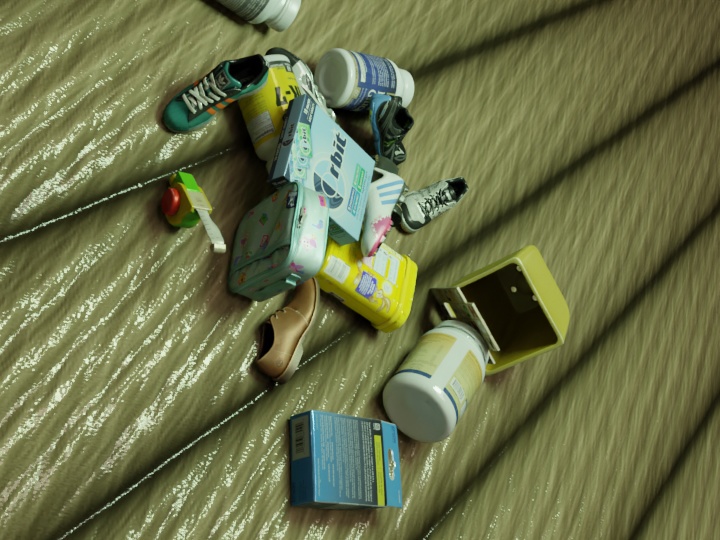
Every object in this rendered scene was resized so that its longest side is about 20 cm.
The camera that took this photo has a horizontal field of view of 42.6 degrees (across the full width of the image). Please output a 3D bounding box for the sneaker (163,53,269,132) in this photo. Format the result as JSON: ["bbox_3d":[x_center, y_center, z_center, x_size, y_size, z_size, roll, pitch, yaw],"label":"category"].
[{"bbox_3d":[-0.239,-0.300,1.519,0.198,0.080,0.072,-34,86,-13],"label":"sneaker"}]

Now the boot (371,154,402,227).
[{"bbox_3d":[0.004,-0.187,1.781,0.199,0.076,0.141,38,42,-41],"label":"boot"}]

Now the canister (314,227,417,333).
[{"bbox_3d":[0.000,0.000,1.672,0.198,0.086,0.151,34,51,-28],"label":"canister"}]

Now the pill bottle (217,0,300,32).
[{"bbox_3d":[-0.208,-0.522,1.683,0.198,0.110,0.113,27,54,-34],"label":"pill bottle"}]

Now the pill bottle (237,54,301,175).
[{"bbox_3d":[-0.146,-0.264,1.627,0.113,0.113,0.204,-15,83,-47],"label":"pill bottle"}]

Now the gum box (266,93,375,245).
[{"bbox_3d":[-0.062,-0.169,1.569,0.199,0.044,0.173,40,51,-38],"label":"gum box"}]

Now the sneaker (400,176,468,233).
[{"bbox_3d":[0.148,-0.145,1.884,0.199,0.087,0.077,-38,101,-45],"label":"sneaker"}]

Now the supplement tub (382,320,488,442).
[{"bbox_3d":[0.142,0.197,1.680,0.146,0.143,0.200,54,44,-11],"label":"supplement tub"}]

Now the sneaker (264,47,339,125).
[{"bbox_3d":[-0.119,-0.316,1.705,0.201,0.073,0.089,53,42,-12],"label":"sneaker"}]

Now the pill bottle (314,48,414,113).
[{"bbox_3d":[0.013,-0.370,1.833,0.197,0.110,0.113,-1,73,-44],"label":"pill bottle"}]

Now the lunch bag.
[{"bbox_3d":[-0.132,-0.041,1.474,0.076,0.199,0.163,26,57,-30],"label":"lunch bag"}]

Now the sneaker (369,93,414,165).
[{"bbox_3d":[0.068,-0.273,1.823,0.201,0.081,0.072,70,22,-58],"label":"sneaker"}]

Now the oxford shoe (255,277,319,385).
[{"bbox_3d":[-0.120,0.083,1.529,0.071,0.071,0.203,34,52,-22],"label":"oxford shoe"}]

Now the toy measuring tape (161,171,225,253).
[{"bbox_3d":[-0.262,-0.076,1.431,0.073,0.074,0.201,9,36,-41],"label":"toy measuring tape"}]

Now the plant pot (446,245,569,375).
[{"bbox_3d":[0.315,0.061,1.892,0.197,0.193,0.200,60,33,-5],"label":"plant pot"}]

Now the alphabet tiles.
[{"bbox_3d":[0.205,0.105,1.768,0.007,0.200,0.169,-31,95,-11],"label":"alphabet tiles"}]

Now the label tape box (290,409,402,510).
[{"bbox_3d":[-0.023,0.317,1.522,0.198,0.065,0.146,17,61,-42],"label":"label tape box"}]

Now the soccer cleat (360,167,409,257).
[{"bbox_3d":[0.021,-0.105,1.651,0.085,0.070,0.202,29,46,-5],"label":"soccer cleat"}]
